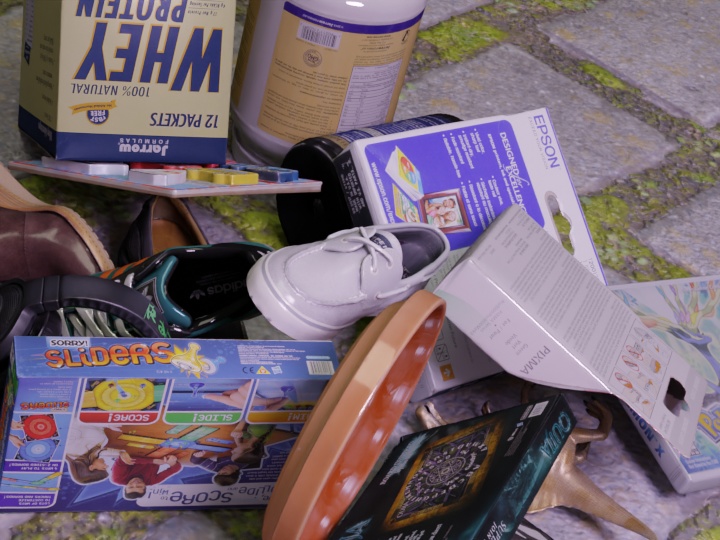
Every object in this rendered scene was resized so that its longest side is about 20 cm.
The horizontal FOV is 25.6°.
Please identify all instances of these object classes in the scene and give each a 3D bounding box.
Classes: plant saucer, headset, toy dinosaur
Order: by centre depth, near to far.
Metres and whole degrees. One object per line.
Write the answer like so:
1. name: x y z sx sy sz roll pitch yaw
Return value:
1. plant saucer: -0.008 0.099 0.987 0.032 0.200 0.200 28 37 10
2. headset: -0.222 0.054 1.041 0.200 0.124 0.094 -11 41 2
3. toy dinosaur: 0.137 0.139 1.132 0.200 0.058 0.101 24 51 24

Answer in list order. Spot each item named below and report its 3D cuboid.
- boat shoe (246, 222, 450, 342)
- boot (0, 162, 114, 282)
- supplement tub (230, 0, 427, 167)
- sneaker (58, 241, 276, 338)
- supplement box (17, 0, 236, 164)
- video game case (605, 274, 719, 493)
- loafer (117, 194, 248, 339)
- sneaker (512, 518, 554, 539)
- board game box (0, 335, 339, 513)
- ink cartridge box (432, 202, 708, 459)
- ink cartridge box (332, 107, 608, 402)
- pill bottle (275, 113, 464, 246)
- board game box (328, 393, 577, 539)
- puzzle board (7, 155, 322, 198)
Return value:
1. boat shoe: 0.000 0.000 1.059 0.072 0.069 0.200 55 27 19
2. boot: -0.289 0.001 1.146 0.200 0.072 0.166 38 53 25
3. supplement tub: -0.032 -0.177 1.348 0.145 0.200 0.145 11 37 -8
4. sneaker: -0.149 0.022 1.076 0.200 0.080 0.071 -20 83 2
5. supplement box: -0.189 -0.197 1.262 0.134 0.200 0.200 0 12 -20
6. video game case: 0.275 0.080 1.233 0.200 0.022 0.182 -5 52 -34
7. loafer: -0.127 0.019 1.158 0.073 0.072 0.200 -7 42 -30
8. sneaker: 0.143 0.200 1.010 0.200 0.084 0.077 33 38 24
9. board game box: -0.124 0.099 0.998 0.200 0.135 0.034 2 45 -20
10. ink cartridge box: 0.152 0.050 1.123 0.200 0.050 0.161 44 23 1
11. ink cartridge box: 0.094 -0.017 1.230 0.200 0.043 0.198 -13 82 -34
12. pill bottle: 0.040 -0.069 1.307 0.200 0.112 0.112 -15 46 -35
13. board game box: 0.046 0.155 1.012 0.028 0.135 0.200 61 37 -14
14. puzzle board: -0.152 -0.077 1.225 0.200 0.017 0.151 11 11 42
